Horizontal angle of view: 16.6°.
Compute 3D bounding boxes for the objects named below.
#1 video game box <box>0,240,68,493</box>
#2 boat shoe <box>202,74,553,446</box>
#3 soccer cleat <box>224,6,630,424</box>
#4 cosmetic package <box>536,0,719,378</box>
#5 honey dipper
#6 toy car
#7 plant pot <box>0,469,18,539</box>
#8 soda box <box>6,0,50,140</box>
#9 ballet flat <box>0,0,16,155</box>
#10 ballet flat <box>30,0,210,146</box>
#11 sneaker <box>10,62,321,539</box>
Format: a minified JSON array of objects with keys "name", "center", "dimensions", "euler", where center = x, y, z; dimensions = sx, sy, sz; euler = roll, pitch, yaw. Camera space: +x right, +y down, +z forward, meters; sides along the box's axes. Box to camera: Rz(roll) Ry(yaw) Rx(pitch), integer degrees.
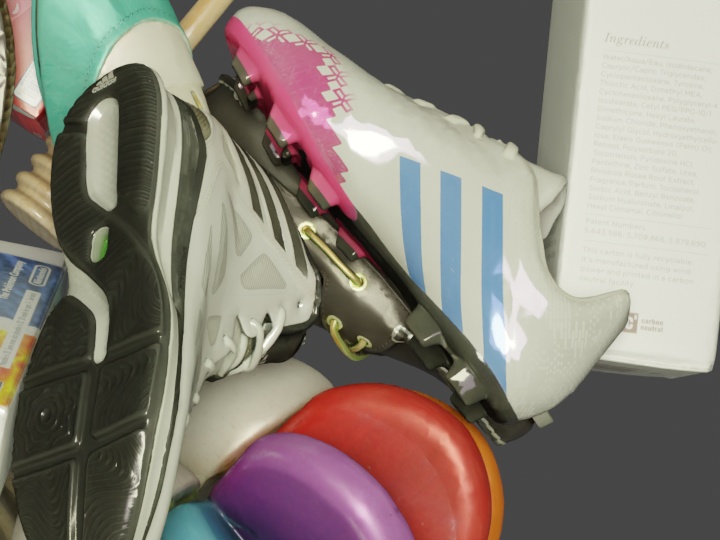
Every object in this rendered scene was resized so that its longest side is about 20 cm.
[{"name":"video game box","center":[-0.213,0.021,0.947],"dimensions":[0.181,0.200,0.047],"euler":[9,106,-3]},{"name":"boat shoe","center":[0.000,0.000,1.031],"dimensions":[0.061,0.072,0.201],"euler":[-39,82,-2]},{"name":"soccer cleat","center":[0.027,-0.034,0.964],"dimensions":[0.086,0.070,0.200],"euler":[-35,78,-7]},{"name":"cosmetic package","center":[0.115,-0.059,1.028],"dimensions":[0.074,0.102,0.201],"euler":[8,86,-4]},{"name":"honey dipper","center":[-0.076,-0.095,1.049],"dimensions":[0.038,0.038,0.200],"euler":[39,78,0]},{"name":"toy car","center":[-0.020,0.114,0.951],"dimensions":[0.175,0.150,0.200],"euler":[52,44,6]},{"name":"plant pot","center":[-0.213,0.145,0.943],"dimensions":[0.199,0.183,0.202],"euler":[0,85,-4]},{"name":"soda box","center":[-0.106,-0.157,1.034],"dimensions":[0.063,0.070,0.200],"euler":[32,85,1]},{"name":"ballet flat","center":[-0.174,-0.123,0.977],"dimensions":[0.067,0.046,0.201],"euler":[-10,86,2]},{"name":"ballet flat","center":[-0.085,-0.041,0.988],"dimensions":[0.067,0.070,0.201],"euler":[-24,121,-39]},{"name":"sneaker","center":[-0.057,0.032,0.899],"dimensions":[0.115,0.075,0.201],"euler":[29,53,-40]}]
